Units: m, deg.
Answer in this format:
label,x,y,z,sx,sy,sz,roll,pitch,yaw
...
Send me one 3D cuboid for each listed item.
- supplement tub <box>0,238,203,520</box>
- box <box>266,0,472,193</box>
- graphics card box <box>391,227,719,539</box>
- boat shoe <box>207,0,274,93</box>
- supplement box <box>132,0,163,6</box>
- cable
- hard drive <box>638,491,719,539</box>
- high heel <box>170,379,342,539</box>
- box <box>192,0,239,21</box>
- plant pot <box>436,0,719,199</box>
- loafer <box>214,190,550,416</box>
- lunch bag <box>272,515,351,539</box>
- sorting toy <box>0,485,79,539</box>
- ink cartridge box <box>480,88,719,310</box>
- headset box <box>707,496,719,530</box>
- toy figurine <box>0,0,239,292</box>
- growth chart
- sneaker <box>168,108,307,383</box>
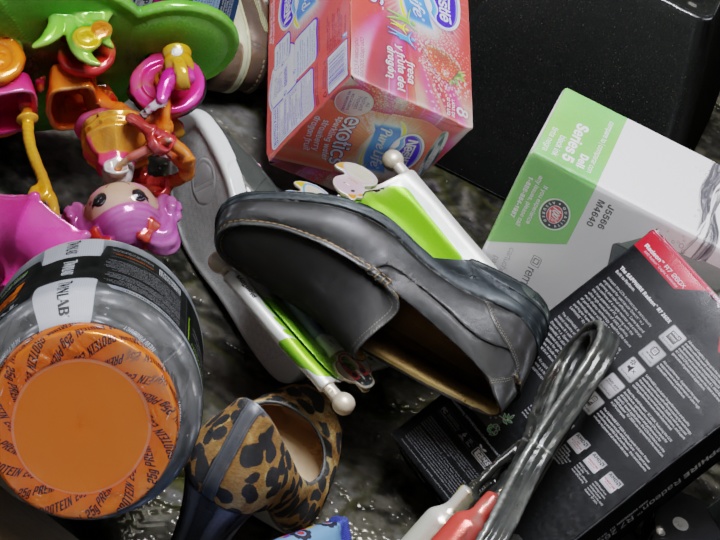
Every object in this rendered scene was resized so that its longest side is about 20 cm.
label,x,y,z,sx,sy,sz,roll,pitch,yaw
supplement tub,-0.143,0.058,1.484,0.122,0.123,0.200,19,8,-6
box,0.004,-0.154,1.806,0.094,0.103,0.201,22,46,-27
graphics card box,0.133,0.085,1.622,0.200,0.051,0.126,-38,63,-6
boat shoe,-0.092,-0.198,1.886,0.074,0.075,0.203,3,55,-30
supplement box,-0.231,-0.174,1.764,0.199,0.104,0.101,-9,51,-35
cable,0.078,0.105,1.549,0.050,0.097,0.201,33,81,-7
hard drive,0.216,0.224,1.605,0.139,0.038,0.200,21,40,-4
high heel,-0.040,0.084,1.549,0.071,0.143,0.200,31,41,8
box,-0.126,-0.241,1.826,0.038,0.137,0.200,-1,33,-28
plant pot,0.157,-0.162,1.881,0.199,0.178,0.200,28,41,3
loafer,0.008,0.016,1.579,0.199,0.073,0.072,21,48,0
lunch bag,-0.052,0.242,1.388,0.150,0.094,0.201,-16,86,-46
sorting toy,-0.247,0.175,1.409,0.200,0.070,0.199,36,42,14
ink cartridge box,0.178,0.003,1.736,0.199,0.146,0.084,27,38,3
headset box,0.324,0.170,1.619,0.199,0.093,0.175,-8,64,-49
toy figurine,-0.160,-0.057,1.654,0.199,0.150,0.185,-4,58,-8
growth chart,0.000,0.000,1.661,0.145,0.018,0.200,44,41,15
sneaker,-0.043,-0.019,1.720,0.099,0.071,0.200,-7,54,-36
